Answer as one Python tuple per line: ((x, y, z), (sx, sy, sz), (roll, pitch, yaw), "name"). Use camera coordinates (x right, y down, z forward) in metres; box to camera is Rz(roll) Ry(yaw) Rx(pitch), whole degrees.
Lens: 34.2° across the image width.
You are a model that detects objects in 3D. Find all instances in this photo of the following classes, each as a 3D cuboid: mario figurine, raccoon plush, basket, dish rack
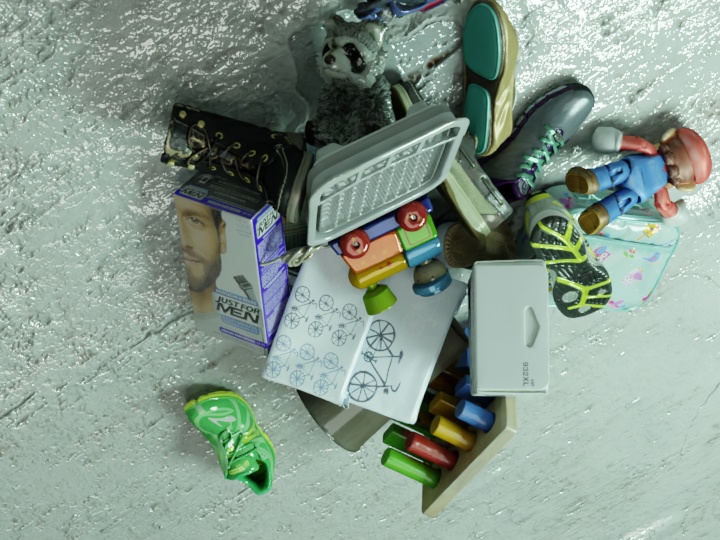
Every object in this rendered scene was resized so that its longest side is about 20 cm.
((0.338, -0.111, 1.421), (0.198, 0.106, 0.125), (-21, 132, -22), "mario figurine")
((0.000, -0.194, 1.248), (0.095, 0.200, 0.136), (7, 92, 9), "raccoon plush")
((0.031, 0.114, 1.493), (0.199, 0.180, 0.136), (-40, 91, 9), "basket")
((0.015, -0.099, 1.158), (0.170, 0.044, 0.200), (-27, 167, -10), "dish rack")

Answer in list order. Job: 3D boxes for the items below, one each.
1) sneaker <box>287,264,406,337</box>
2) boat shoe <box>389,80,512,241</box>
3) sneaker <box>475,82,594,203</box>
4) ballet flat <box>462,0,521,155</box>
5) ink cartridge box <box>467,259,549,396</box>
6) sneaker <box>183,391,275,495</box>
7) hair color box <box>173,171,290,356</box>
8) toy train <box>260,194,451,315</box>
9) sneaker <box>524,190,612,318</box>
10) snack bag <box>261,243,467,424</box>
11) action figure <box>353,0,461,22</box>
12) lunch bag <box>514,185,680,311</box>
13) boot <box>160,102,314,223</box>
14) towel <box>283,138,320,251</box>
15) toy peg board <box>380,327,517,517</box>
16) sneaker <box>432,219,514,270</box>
((-0.020, 0.018, 1.409), (0.198, 0.080, 0.078), (23, 163, -6), "sneaker")
((0.103, -0.131, 1.315), (0.066, 0.072, 0.202), (-33, 102, -5), "boat shoe")
((0.202, -0.128, 1.366), (0.200, 0.088, 0.074), (-41, 130, 20), "sneaker")
((0.147, -0.221, 1.295), (0.063, 0.069, 0.202), (-30, 143, -29), "ballet flat")
((0.169, 0.072, 1.362), (0.082, 0.147, 0.200), (0, 173, 3), "ink cartridge box")
((-0.165, 0.233, 1.577), (0.073, 0.084, 0.200), (-28, 133, 9), "sneaker")
((-0.143, -0.007, 1.337), (0.108, 0.065, 0.202), (18, 132, 25), "hair color box")
((0.000, 0.000, 1.305), (0.198, 0.085, 0.117), (-25, 107, -4), "toy train")
((0.249, -0.019, 1.399), (0.075, 0.077, 0.201), (-19, 136, 10), "sneaker")
((0.007, 0.070, 1.359), (0.198, 0.021, 0.191), (21, 93, -8), "snack bag")
((0.042, -0.314, 1.127), (0.192, 0.106, 0.199), (19, 165, -39), "action figure")
((0.299, -0.028, 1.494), (0.197, 0.078, 0.162), (5, 129, -21), "lunch bag")
((-0.128, -0.115, 1.199), (0.149, 0.200, 0.074), (14, 111, -12), "boot")
((-0.090, -0.068, 1.374), (0.145, 0.022, 0.202), (-8, 131, -11), "towel")
((0.109, 0.178, 1.540), (0.097, 0.201, 0.200), (25, 127, -16), "toy peg board")
((0.109, -0.029, 1.441), (0.107, 0.071, 0.199), (0, 178, 33), "sneaker")
